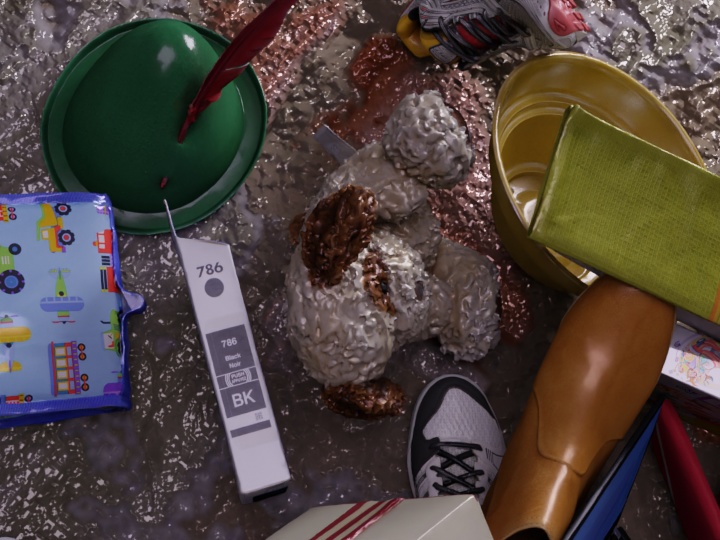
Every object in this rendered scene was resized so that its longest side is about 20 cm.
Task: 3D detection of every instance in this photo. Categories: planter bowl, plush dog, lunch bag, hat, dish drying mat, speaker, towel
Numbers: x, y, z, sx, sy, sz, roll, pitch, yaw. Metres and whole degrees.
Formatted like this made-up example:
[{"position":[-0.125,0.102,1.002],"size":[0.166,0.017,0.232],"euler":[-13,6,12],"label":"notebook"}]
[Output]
[{"position":[0.154,-0.048,0.854],"size":[0.198,0.083,0.203],"euler":[15,59,-25],"label":"planter bowl"},{"position":[0.000,0.000,0.798],"size":[0.158,0.202,0.172],"euler":[-2,30,20],"label":"plush dog"},{"position":[-0.246,0.028,0.821],"size":[0.197,0.094,0.153],"euler":[-6,78,-10],"label":"lunch bag"},{"position":[-0.141,-0.140,0.823],"size":[0.165,0.176,0.201],"euler":[38,76,6],"label":"hat"},{"position":[0.234,0.188,0.791],"size":[0.018,0.077,0.202],"euler":[-15,59,0],"label":"dish drying mat"},{"position":[0.222,-0.003,0.762],"size":[0.198,0.081,0.082],"euler":[27,74,-14],"label":"speaker"},{"position":[0.195,-0.020,0.704],"size":[0.198,0.018,0.087],"euler":[23,74,-15],"label":"towel"}]

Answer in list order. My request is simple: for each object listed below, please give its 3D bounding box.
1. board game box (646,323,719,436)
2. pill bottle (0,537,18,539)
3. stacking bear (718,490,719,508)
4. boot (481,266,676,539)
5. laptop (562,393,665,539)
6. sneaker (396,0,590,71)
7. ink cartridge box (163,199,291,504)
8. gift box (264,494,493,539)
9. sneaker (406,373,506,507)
[{"position":[0.257,0.089,0.815],"size":[0.198,0.135,0.035],"euler":[24,80,3],"label":"board game box"},{"position":[-0.209,0.238,0.756],"size":[0.198,0.110,0.111],"euler":[26,75,3],"label":"pill bottle"},{"position":[0.307,0.221,0.801],"size":[0.113,0.121,0.202],"euler":[-36,64,21],"label":"stacking bear"},{"position":[0.124,0.105,0.706],"size":[0.070,0.203,0.144],"euler":[26,30,6],"label":"boot"},{"position":[0.177,0.214,0.736],"size":[0.201,0.103,0.177],"euler":[55,41,-1],"label":"laptop"},{"position":[0.091,-0.175,0.857],"size":[0.082,0.200,0.078],"euler":[-47,114,-7],"label":"sneaker"},{"position":[-0.090,0.054,0.818],"size":[0.039,0.100,0.203],"euler":[-16,78,-8],"label":"ink cartridge box"},{"position":[-0.026,0.230,0.667],"size":[0.186,0.184,0.202],"euler":[-28,93,-42],"label":"gift box"},{"position":[0.070,0.166,0.807],"size":[0.074,0.088,0.203],"euler":[0,74,-2],"label":"sneaker"}]
